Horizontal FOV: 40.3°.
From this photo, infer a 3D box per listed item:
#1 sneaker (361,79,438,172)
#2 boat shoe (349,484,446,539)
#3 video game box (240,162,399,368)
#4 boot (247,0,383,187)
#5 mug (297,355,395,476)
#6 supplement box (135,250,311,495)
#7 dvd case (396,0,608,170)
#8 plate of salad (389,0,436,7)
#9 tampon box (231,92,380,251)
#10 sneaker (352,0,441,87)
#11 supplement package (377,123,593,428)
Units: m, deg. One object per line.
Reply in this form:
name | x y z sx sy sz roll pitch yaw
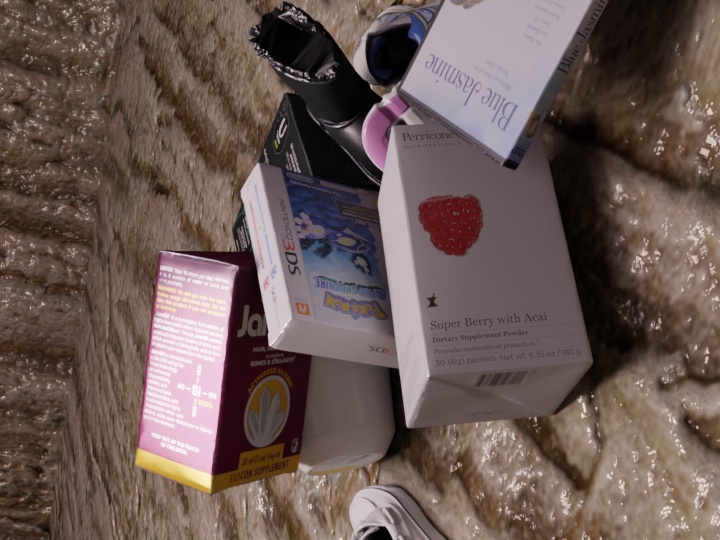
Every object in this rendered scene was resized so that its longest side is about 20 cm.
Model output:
sneaker | 0.086 -0.163 0.824 0.200 0.081 0.088 -41 3 15
boat shoe | 0.025 0.253 0.926 0.200 0.065 0.075 -167 84 -65
video game box | 0.000 0.000 0.876 0.047 0.198 0.184 -51 40 38
boot | -0.008 -0.157 0.911 0.198 0.163 0.074 40 87 26
mug | -0.031 0.130 1.020 0.187 0.147 0.155 83 173 -69
supplement box | -0.119 0.087 0.909 0.102 0.130 0.203 10 96 34
dvd case | 0.110 -0.189 0.692 0.143 0.017 0.202 43 111 46
plate of salad | 0.073 -0.329 0.972 0.200 0.047 0.203 -174 90 -66
tampon box | -0.043 -0.062 1.074 0.201 0.125 0.151 -63 32 37
sneaker | 0.033 -0.216 0.952 0.199 0.085 0.078 -4 112 63
supplement package | 0.085 0.002 0.747 0.120 0.120 0.202 98 166 -64
